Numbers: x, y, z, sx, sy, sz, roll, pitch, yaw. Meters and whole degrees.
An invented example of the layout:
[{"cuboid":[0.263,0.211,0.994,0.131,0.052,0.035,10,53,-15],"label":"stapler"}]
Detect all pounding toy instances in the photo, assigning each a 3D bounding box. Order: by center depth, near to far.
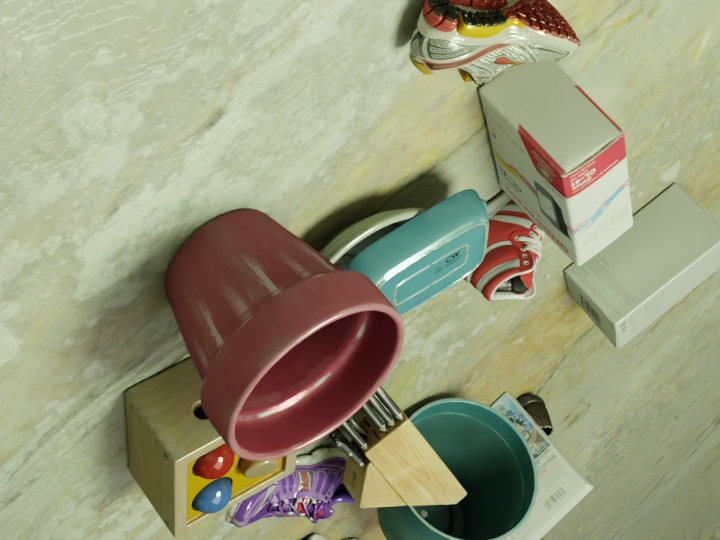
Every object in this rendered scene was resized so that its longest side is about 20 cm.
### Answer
[{"cuboid":[-0.126,0.169,1.572,0.199,0.142,0.185,-26,149,-25],"label":"pounding toy"}]

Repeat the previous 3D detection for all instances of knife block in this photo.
[{"cuboid":[0.045,0.199,1.826,0.199,0.064,0.177,2,113,-24],"label":"knife block"}]

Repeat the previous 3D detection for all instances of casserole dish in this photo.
[{"cuboid":[0.064,-0.007,1.565,0.199,0.039,0.121,-32,151,-20],"label":"casserole dish"}]

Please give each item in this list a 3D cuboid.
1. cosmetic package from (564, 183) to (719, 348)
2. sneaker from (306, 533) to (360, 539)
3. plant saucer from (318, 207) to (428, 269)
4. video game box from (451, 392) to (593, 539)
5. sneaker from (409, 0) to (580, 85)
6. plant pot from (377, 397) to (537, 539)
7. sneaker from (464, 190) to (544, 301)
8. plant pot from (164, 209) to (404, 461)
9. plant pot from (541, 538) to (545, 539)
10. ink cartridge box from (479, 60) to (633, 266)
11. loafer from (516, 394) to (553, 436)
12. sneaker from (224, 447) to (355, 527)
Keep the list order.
[{"cuboid":[0.382,-0.008,1.984,0.200,0.113,0.081,-35,151,-6],"label":"cosmetic package"},{"cuboid":[-0.028,0.430,2.116,0.075,0.087,0.200,-49,152,11],"label":"sneaker"},{"cuboid":[0.000,0.000,1.588,0.199,0.050,0.201,-30,149,-20],"label":"plant saucer"},{"cuboid":[0.198,0.308,2.123,0.200,0.182,0.047,-45,155,7],"label":"video game box"},{"cuboid":[0.125,-0.222,1.419,0.199,0.078,0.082,-2,138,-37],"label":"sneaker"},{"cuboid":[0.113,0.301,2.016,0.199,0.201,0.188,-24,162,-28],"label":"plant pot"},{"cuboid":[0.196,-0.043,1.701,0.200,0.113,0.071,-36,152,-9],"label":"sneaker"},{"cuboid":[-0.087,0.047,1.411,0.199,0.179,0.200,-30,150,-19],"label":"plant pot"},{"cuboid":[0.232,0.520,2.460,0.199,0.177,0.200,-33,153,-13],"label":"plant pot"},{"cuboid":[0.210,-0.117,1.580,0.085,0.148,0.200,-36,150,-8],"label":"ink cartridge box"},{"cuboid":[0.207,0.273,2.185,0.073,0.071,0.200,27,106,-40],"label":"loafer"},{"cuboid":[-0.077,0.277,1.846,0.199,0.084,0.081,-13,141,-39],"label":"sneaker"}]
